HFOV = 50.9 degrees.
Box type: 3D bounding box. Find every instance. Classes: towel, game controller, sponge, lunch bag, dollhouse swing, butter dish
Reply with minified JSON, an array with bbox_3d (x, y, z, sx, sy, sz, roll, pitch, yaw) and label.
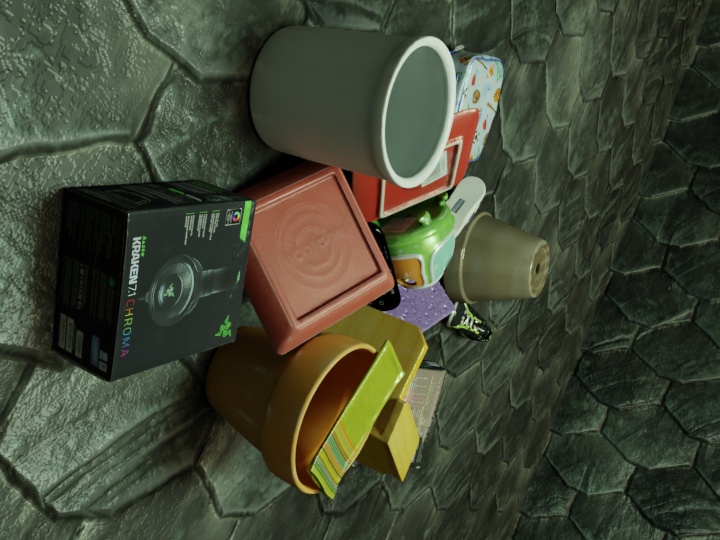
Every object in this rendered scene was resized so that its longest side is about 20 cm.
[{"bbox_3d":[-0.002,0.192,0.981,0.201,0.018,0.086,-56,149,-25],"label":"towel"},{"bbox_3d":[0.000,0.000,1.168,0.201,0.103,0.042,72,24,-48],"label":"game controller"},{"bbox_3d":[0.089,0.060,1.359,0.030,0.112,0.199,-37,173,38],"label":"sponge"},{"bbox_3d":[0.177,-0.289,1.328,0.160,0.075,0.202,-18,123,-53],"label":"lunch bag"},{"bbox_3d":[0.012,0.183,1.193,0.176,0.198,0.183,-55,148,-28],"label":"dollhouse swing"},{"bbox_3d":[0.055,-0.189,1.112,0.198,0.149,0.200,-23,157,-11],"label":"butter dish"}]

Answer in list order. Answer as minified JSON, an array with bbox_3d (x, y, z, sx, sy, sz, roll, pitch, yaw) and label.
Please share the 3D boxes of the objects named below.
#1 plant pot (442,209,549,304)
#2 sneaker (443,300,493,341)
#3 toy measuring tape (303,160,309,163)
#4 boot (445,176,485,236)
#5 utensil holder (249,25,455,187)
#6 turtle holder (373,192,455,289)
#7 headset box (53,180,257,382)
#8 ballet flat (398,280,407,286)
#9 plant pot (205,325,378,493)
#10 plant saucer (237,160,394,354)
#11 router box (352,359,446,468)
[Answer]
[{"bbox_3d":[0.287,-0.018,1.559,0.199,0.172,0.202,-25,120,-53],"label":"plant pot"},{"bbox_3d":[0.249,0.112,1.685,0.200,0.082,0.072,35,76,-60],"label":"sneaker"},{"bbox_3d":[-0.045,-0.132,1.034,0.201,0.073,0.074,-56,148,-25],"label":"toy measuring tape"},{"bbox_3d":[0.168,-0.086,1.443,0.200,0.073,0.091,-44,162,-22],"label":"boot"},{"bbox_3d":[-0.009,-0.205,0.915,0.170,0.199,0.172,-32,131,-46],"label":"utensil holder"},{"bbox_3d":[0.088,-0.054,1.239,0.186,0.139,0.133,-84,158,-64],"label":"turtle holder"},{"bbox_3d":[-0.210,0.002,0.807,0.199,0.092,0.176,-14,119,-58],"label":"headset box"},{"bbox_3d":[0.097,-0.058,1.343,0.069,0.069,0.202,38,70,-60],"label":"ballet flat"},{"bbox_3d":[-0.098,0.163,1.006,0.200,0.182,0.202,-36,136,-45],"label":"plant pot"},{"bbox_3d":[-0.062,-0.029,0.945,0.199,0.037,0.202,-29,95,-31],"label":"plant saucer"},{"bbox_3d":[0.059,0.260,1.397,0.149,0.062,0.202,11,99,-29],"label":"router box"}]
